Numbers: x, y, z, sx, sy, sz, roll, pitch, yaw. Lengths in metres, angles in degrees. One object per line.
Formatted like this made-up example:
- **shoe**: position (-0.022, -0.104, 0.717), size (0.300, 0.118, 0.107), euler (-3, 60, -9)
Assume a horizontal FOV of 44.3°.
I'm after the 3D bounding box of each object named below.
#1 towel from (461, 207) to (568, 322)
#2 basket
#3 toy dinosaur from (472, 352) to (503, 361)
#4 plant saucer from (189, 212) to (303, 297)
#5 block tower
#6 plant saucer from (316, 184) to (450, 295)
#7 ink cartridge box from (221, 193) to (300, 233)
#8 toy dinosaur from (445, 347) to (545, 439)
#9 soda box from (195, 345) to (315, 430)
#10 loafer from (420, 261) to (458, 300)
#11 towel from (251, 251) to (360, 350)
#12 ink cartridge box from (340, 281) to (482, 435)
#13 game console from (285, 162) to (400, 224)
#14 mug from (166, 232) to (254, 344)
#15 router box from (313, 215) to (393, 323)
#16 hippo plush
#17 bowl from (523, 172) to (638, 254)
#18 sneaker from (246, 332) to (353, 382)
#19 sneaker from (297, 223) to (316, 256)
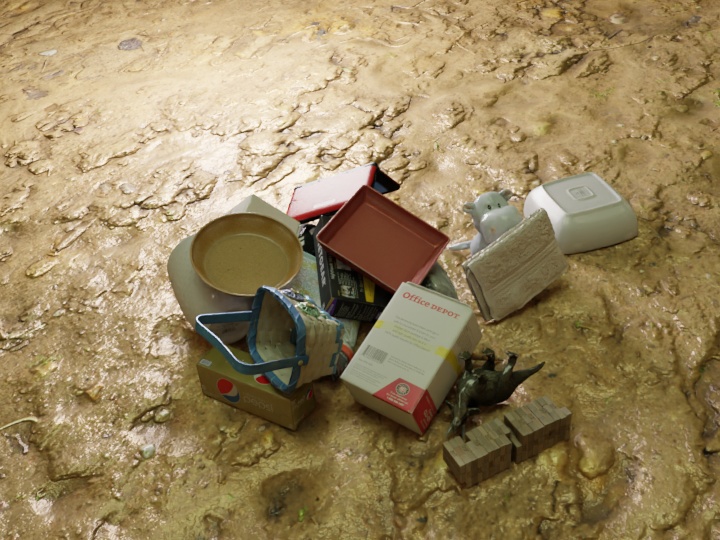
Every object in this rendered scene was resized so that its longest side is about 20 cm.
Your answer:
- **towel**: position (0.279, -0.007, 1.578), size (0.199, 0.134, 0.034), euler (-36, 26, -15)
- **basket**: position (-0.140, 0.104, 1.379), size (0.197, 0.141, 0.176), euler (-9, 29, -36)
- **toy dinosaur**: position (0.137, 0.113, 1.505), size (0.106, 0.060, 0.200), euler (-42, 70, -2)
- **plant saucer**: position (-0.199, -0.020, 1.543), size (0.196, 0.036, 0.202), euler (5, 46, -5)
- **block tower**: position (0.219, 0.254, 1.319), size (0.197, 0.055, 0.058), euler (-19, 38, -19)
- **plant saucer**: position (0.041, -0.047, 1.606), size (0.198, 0.037, 0.200), euler (32, 45, 8)
- **ink cartridge box**: position (-0.219, -0.063, 1.717), size (0.199, 0.116, 0.068), euler (-26, 40, 52)
- **toy dinosaur**: position (0.202, 0.180, 1.399), size (0.198, 0.104, 0.077), euler (-21, 37, -30)
- **soda box**: position (-0.172, 0.189, 1.452), size (0.197, 0.069, 0.064), euler (17, 40, 28)
- **loafer**: position (0.127, 0.014, 1.664), size (0.069, 0.071, 0.201), euler (21, 22, -26)
- **towel**: position (-0.089, 0.049, 1.595), size (0.197, 0.048, 0.172), euler (25, 40, -8)
- **ink cartridge box**: position (0.085, 0.137, 1.419), size (0.144, 0.084, 0.201), euler (21, 66, 34)
- **game console**: position (-0.035, -0.134, 1.809), size (0.197, 0.119, 0.174), euler (-15, 39, 25)
- **mug**: position (-0.238, 0.037, 1.615), size (0.197, 0.149, 0.176), euler (-5, 44, -27)
- **router box**: position (0.000, 0.000, 1.614), size (0.155, 0.053, 0.202), euler (11, 46, -21)
- **hippo plush**: position (0.273, -0.074, 1.669), size (0.157, 0.163, 0.201), euler (-15, 37, -12)
- **bowl**: position (0.446, -0.127, 1.795), size (0.196, 0.076, 0.201), euler (-14, 38, -10)
- **sneaker**: position (-0.114, 0.143, 1.507), size (0.197, 0.078, 0.082), euler (8, 45, 20)
- **sneaker**: position (-0.087, -0.033, 1.741), size (0.110, 0.074, 0.201), euler (1, 35, 12)
